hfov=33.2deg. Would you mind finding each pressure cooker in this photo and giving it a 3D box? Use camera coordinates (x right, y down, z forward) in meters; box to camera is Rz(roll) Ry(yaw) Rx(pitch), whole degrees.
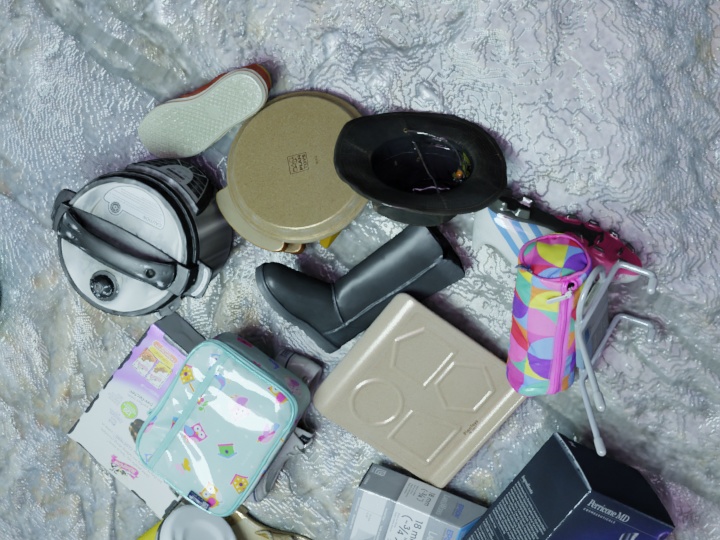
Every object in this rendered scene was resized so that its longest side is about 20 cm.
[{"bbox_3d":[-0.255,-0.035,1.422,0.175,0.200,0.179,-16,96,17],"label":"pressure cooker"}]

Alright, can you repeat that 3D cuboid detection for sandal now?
[{"bbox_3d":[-0.126,0.363,1.538,0.211,0.070,0.078,31,107,6],"label":"sandal"}]

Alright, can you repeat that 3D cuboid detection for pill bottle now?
[{"bbox_3d":[-0.253,0.388,1.533,0.114,0.114,0.200,50,125,0],"label":"pill bottle"}]

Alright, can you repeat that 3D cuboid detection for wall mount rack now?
[{"bbox_3d":[0.267,0.093,1.313,0.074,0.200,0.174,22,65,24],"label":"wall mount rack"}]

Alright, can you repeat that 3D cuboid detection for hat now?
[{"bbox_3d":[0.063,-0.100,1.362,0.200,0.201,0.081,22,135,9],"label":"hat"}]

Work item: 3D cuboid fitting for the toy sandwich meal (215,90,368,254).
[{"bbox_3d":[-0.069,-0.112,1.428,0.204,0.070,0.206,-3,78,11],"label":"toy sandwich meal"}]

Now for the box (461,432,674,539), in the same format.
[{"bbox_3d":[0.232,0.308,1.391,0.148,0.104,0.200,26,111,-29],"label":"box"}]

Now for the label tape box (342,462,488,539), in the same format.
[{"bbox_3d":[0.080,0.341,1.476,0.199,0.063,0.145,20,116,10],"label":"label tape box"}]

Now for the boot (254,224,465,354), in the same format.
[{"bbox_3d":[0.001,0.000,1.408,0.200,0.066,0.165,-30,134,21],"label":"boot"}]

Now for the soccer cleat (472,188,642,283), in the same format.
[{"bbox_3d":[0.222,-0.023,1.385,0.199,0.070,0.087,25,123,9],"label":"soccer cleat"}]

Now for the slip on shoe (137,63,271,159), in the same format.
[{"bbox_3d":[-0.185,-0.191,1.450,0.200,0.061,0.074,-24,108,30],"label":"slip on shoe"}]

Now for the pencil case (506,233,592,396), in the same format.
[{"bbox_3d":[0.208,0.054,1.347,0.088,0.089,0.200,9,134,12],"label":"pencil case"}]

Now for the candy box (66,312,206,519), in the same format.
[{"bbox_3d":[-0.245,0.184,1.530,0.168,0.072,0.200,41,107,3],"label":"candy box"}]

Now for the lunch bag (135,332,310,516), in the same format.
[{"bbox_3d":[-0.170,0.183,1.436,0.160,0.077,0.200,35,105,4],"label":"lunch bag"}]

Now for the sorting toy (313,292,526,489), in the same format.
[{"bbox_3d":[0.072,0.145,1.447,0.200,0.036,0.185,36,107,-12],"label":"sorting toy"}]

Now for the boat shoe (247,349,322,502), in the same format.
[{"bbox_3d":[-0.093,0.202,1.501,0.070,0.071,0.201,18,98,12],"label":"boat shoe"}]
